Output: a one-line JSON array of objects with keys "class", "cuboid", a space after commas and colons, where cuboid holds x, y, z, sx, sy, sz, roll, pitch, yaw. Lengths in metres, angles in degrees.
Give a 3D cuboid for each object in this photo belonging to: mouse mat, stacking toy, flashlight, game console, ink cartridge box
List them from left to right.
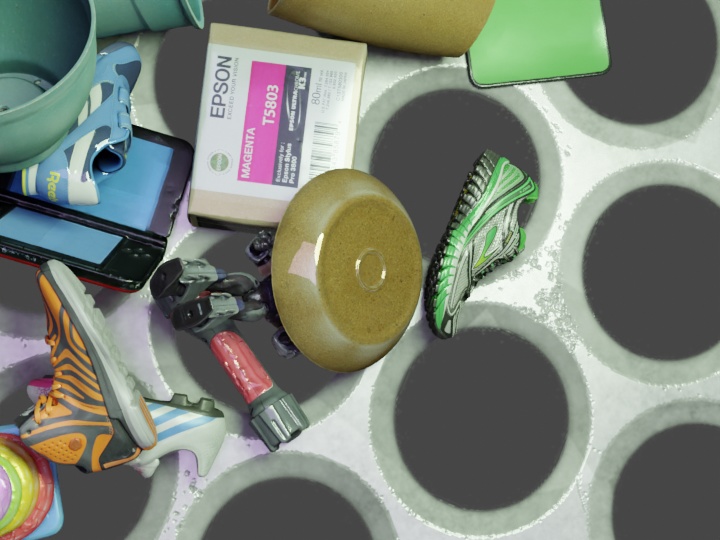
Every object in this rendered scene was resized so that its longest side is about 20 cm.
[{"class": "stacking toy", "cuboid": [-0.345, 0.203, 1.025, 0.109, 0.200, 0.117, -9, 85, -6]}, {"class": "game console", "cuboid": [-0.283, -0.080, 1.110, 0.199, 0.173, 0.119, 16, 109, -2]}, {"class": "flashlight", "cuboid": [-0.126, 0.086, 1.120, 0.068, 0.068, 0.201, -29, 80, -41]}, {"class": "ink cartridge box", "cuboid": [-0.085, -0.138, 1.151, 0.163, 0.075, 0.202, 6, 84, -5]}, {"class": "mouse mat", "cuboid": [0.184, -0.302, 1.226, 0.160, 0.008, 0.202, -7, 83, -6]}]

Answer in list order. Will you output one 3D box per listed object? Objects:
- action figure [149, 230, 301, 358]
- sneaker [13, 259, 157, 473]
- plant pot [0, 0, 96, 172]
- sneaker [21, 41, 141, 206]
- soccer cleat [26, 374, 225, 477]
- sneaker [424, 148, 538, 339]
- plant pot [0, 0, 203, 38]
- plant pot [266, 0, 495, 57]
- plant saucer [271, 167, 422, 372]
[{"class": "action figure", "cuboid": [-0.102, 0.026, 1.090, 0.069, 0.199, 0.131, -40, 66, 31]}, {"class": "sneaker", "cuboid": [-0.274, 0.098, 1.027, 0.111, 0.078, 0.201, -24, 99, -4]}, {"class": "plant pot", "cuboid": [-0.326, -0.172, 0.998, 0.199, 0.134, 0.202, 2, 60, -3]}, {"class": "sneaker", "cuboid": [-0.255, -0.140, 1.108, 0.082, 0.074, 0.201, 19, 59, 5]}, {"class": "soccer cleat", "cuboid": [-0.233, 0.155, 1.105, 0.198, 0.070, 0.087, 11, 84, -3]}, {"class": "sneaker", "cuboid": [0.124, -0.021, 1.152, 0.085, 0.078, 0.201, 25, 81, -2]}, {"class": "plant pot", "cuboid": [-0.276, -0.310, 1.107, 0.195, 0.200, 0.202, -15, 85, 2]}, {"class": "plant pot", "cuboid": [0.034, -0.302, 1.140, 0.199, 0.186, 0.188, 24, 82, -14]}, {"class": "plant saucer", "cuboid": [0.000, 0.000, 1.101, 0.199, 0.035, 0.202, 0, 90, -44]}]
